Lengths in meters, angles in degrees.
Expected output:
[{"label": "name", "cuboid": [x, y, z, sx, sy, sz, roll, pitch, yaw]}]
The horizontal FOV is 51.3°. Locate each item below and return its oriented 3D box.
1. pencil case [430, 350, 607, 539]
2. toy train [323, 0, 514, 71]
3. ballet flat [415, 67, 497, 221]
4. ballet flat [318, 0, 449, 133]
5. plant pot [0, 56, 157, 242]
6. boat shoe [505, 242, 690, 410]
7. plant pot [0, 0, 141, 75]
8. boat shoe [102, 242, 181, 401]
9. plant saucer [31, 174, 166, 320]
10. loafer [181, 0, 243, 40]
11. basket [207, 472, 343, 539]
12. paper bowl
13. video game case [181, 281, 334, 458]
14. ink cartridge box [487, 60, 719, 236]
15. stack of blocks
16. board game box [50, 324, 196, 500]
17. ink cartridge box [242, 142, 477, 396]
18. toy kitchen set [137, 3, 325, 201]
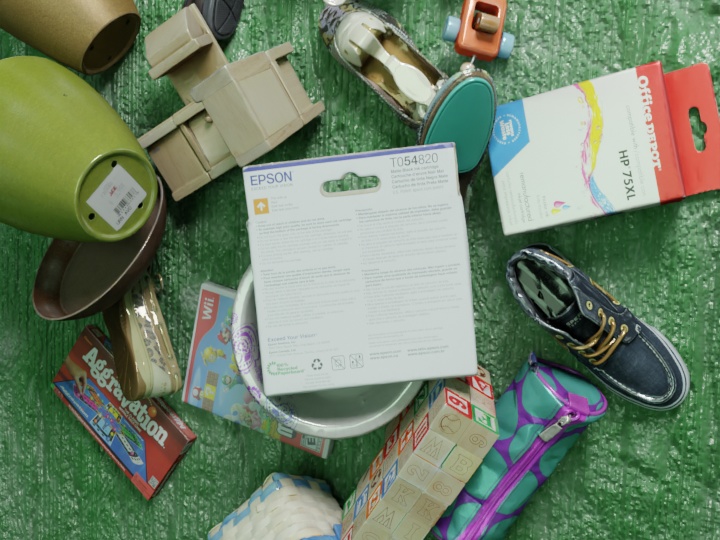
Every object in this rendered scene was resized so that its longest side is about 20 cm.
[{"label": "pencil case", "cuboid": [0.141, 0.178, 0.709, 0.084, 0.093, 0.203, 31, 107, -1]}, {"label": "toy train", "cuboid": [0.064, -0.279, 0.694, 0.195, 0.056, 0.154, 18, 88, -6]}, {"label": "ballet flat", "cuboid": [0.076, -0.101, 0.698, 0.073, 0.074, 0.204, 26, 129, 18]}, {"label": "ballet flat", "cuboid": [0.026, -0.209, 0.741, 0.200, 0.072, 0.072, 45, 108, 14]}, {"label": "plant pot", "cuboid": [-0.305, -0.109, 0.790, 0.197, 0.185, 0.192, 25, 103, 36]}, {"label": "boat shoe", "cuboid": [0.208, 0.056, 0.673, 0.200, 0.091, 0.071, 43, 108, 14]}, {"label": "plant pot", "cuboid": [-0.348, -0.328, 0.845, 0.200, 0.187, 0.187, 44, 109, -2]}, {"label": "boat shoe", "cuboid": [-0.260, 0.054, 0.880, 0.073, 0.062, 0.205, -38, 61, 44]}, {"label": "plant saucer", "cuboid": [-0.288, -0.024, 0.848, 0.196, 0.035, 0.204, -22, 45, 23]}, {"label": "loafer", "cuboid": [-0.148, -0.357, 0.805, 0.062, 0.071, 0.205, 24, 105, 23]}, {"label": "basket", "cuboid": [-0.064, 0.325, 0.768, 0.176, 0.138, 0.203, -41, 49, 20]}, {"label": "paper bowl", "cuboid": [-0.024, 0.056, 0.744, 0.194, 0.104, 0.207, 0, 88, 1]}, {"label": "video game case", "cuboid": [-0.108, 0.110, 0.847, 0.195, 0.017, 0.147, 16, 100, 21]}, {"label": "ink cartridge box", "cuboid": [0.218, -0.108, 0.669, 0.195, 0.067, 0.120, -12, 88, 23]}, {"label": "stack of blocks", "cuboid": [0.053, 0.188, 0.727, 0.058, 0.116, 0.203, 28, 110, -6]}, {"label": "board game box", "cuboid": [-0.297, 0.174, 0.930, 0.199, 0.019, 0.104, 42, 107, 15]}, {"label": "ink cartridge box", "cuboid": [0.000, 0.000, 0.669, 0.194, 0.041, 0.206, -5, 92, 3]}, {"label": "toy kitchen set", "cuboid": [-0.174, -0.169, 0.743, 0.197, 0.181, 0.166, -26, 104, 22]}]
